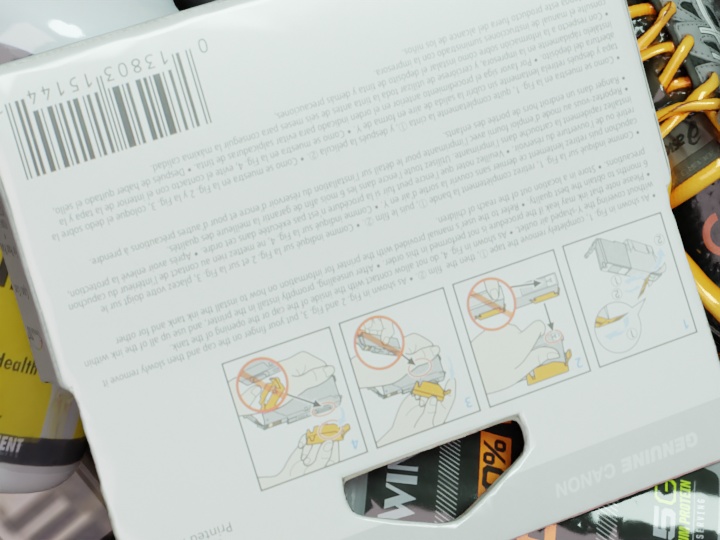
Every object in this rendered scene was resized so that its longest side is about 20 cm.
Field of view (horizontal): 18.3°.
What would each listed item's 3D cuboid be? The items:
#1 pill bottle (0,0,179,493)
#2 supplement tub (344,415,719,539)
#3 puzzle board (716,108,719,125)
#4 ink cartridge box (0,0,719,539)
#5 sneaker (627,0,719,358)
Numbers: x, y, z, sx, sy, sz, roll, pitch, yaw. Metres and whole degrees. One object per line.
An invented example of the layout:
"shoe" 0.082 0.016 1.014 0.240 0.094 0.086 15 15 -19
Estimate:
"pill bottle" -0.114 -0.040 0.714 0.111 0.112 0.202 18 96 -4
"supplement tub" 0.049 0.086 0.729 0.198 0.123 0.124 5 96 -3
"puzzle board" 0.220 -0.102 0.718 0.150 0.017 0.201 27 87 -10
"ink cartridge box" 0.000 0.000 0.665 0.198 0.045 0.178 -18 96 -17
"sneaker" 0.099 -0.054 0.739 0.078 0.077 0.201 -37 95 4
